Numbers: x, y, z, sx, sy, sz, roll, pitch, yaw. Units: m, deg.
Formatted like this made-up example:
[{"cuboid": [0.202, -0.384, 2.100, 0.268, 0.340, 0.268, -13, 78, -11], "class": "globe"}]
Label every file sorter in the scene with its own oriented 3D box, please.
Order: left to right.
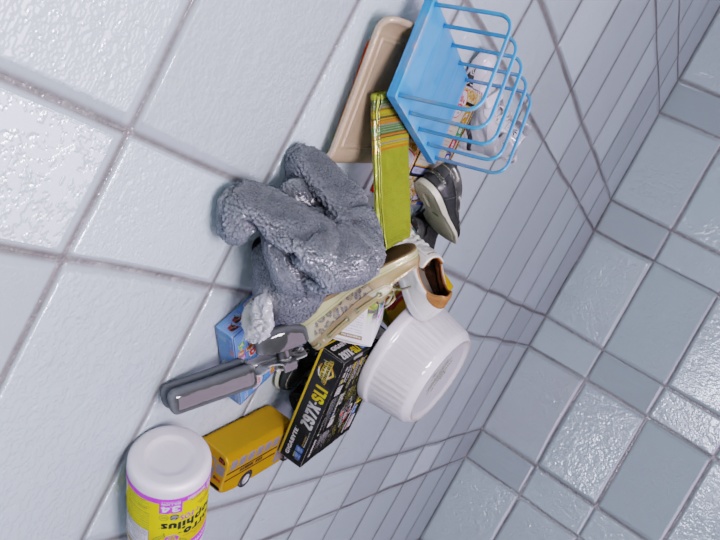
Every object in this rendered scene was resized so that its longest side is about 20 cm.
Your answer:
[{"cuboid": [0.138, -0.228, 1.009, 0.140, 0.121, 0.200, -67, 156, -8], "class": "file sorter"}]

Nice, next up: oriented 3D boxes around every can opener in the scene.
[{"cuboid": [-0.156, 0.122, 0.985, 0.198, 0.052, 0.067, -21, 107, -29], "class": "can opener"}]

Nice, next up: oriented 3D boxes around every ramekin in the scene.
[{"cuboid": [0.091, 0.147, 1.230, 0.202, 0.094, 0.203, -43, 155, -26], "class": "ramekin"}]

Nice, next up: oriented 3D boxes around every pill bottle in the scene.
[{"cuboid": [-0.248, 0.302, 1.005, 0.104, 0.104, 0.202, -35, 147, -44], "class": "pill bottle"}]

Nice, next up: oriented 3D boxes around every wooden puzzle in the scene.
[{"cuboid": [0.030, -0.233, 1.032, 0.184, 0.037, 0.202, -14, 135, -61], "class": "wooden puzzle"}]

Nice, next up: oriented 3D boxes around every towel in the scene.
[{"cuboid": [0.045, -0.133, 1.018, 0.086, 0.018, 0.203, -26, 119, -52], "class": "towel"}]

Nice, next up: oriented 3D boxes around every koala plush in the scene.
[{"cuboid": [-0.075, -0.005, 0.932, 0.177, 0.183, 0.201, -39, 163, -45], "class": "koala plush"}]

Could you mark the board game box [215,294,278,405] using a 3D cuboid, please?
[{"cuboid": [-0.116, 0.072, 1.089, 0.200, 0.036, 0.152, -44, 153, -35], "class": "board game box"}]

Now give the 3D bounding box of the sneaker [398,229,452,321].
[{"cuboid": [0.080, -0.032, 1.160, 0.072, 0.202, 0.085, -18, 165, -38], "class": "sneaker"}]

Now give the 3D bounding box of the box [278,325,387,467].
[{"cuboid": [-0.038, 0.189, 1.211, 0.159, 0.049, 0.202, -26, 143, -60], "class": "box"}]

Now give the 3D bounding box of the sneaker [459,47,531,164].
[{"cuboid": [0.227, -0.266, 1.292, 0.075, 0.114, 0.201, -44, 153, -32], "class": "sneaker"}]

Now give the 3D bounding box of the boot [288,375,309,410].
[{"cuboid": [-0.059, 0.223, 1.360, 0.132, 0.069, 0.201, -51, 161, -33], "class": "boot"}]

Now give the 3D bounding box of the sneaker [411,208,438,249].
[{"cuboid": [0.089, -0.027, 1.367, 0.104, 0.060, 0.202, 8, 108, -61], "class": "sneaker"}]

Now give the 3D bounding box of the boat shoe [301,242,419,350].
[{"cuboid": [0.001, 0.033, 1.047, 0.199, 0.063, 0.073, -32, -167, 17], "class": "boat shoe"}]

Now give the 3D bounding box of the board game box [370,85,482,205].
[{"cuboid": [0.105, -0.200, 1.205, 0.151, 0.046, 0.202, -5, 123, -63], "class": "board game box"}]

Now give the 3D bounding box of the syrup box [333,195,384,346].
[{"cuboid": [0.000, 0.000, 1.126, 0.079, 0.080, 0.203, -59, 158, -62], "class": "syrup box"}]

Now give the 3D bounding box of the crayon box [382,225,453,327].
[{"cuboid": [0.073, 0.024, 1.285, 0.127, 0.051, 0.200, -49, 129, -13], "class": "crayon box"}]

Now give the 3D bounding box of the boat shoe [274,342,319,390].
[{"cuboid": [-0.056, 0.113, 1.226, 0.200, 0.066, 0.075, -52, 158, -17], "class": "boat shoe"}]

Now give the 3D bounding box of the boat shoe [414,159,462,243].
[{"cuboid": [0.139, -0.104, 1.242, 0.068, 0.072, 0.200, -48, 155, -10], "class": "boat shoe"}]

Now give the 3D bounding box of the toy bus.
[{"cuboid": [-0.167, 0.265, 1.183, 0.199, 0.065, 0.079, -17, 132, -58], "class": "toy bus"}]
